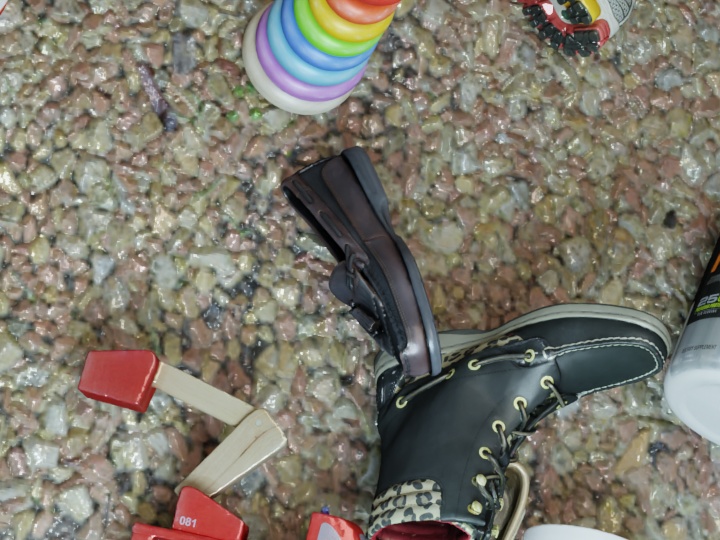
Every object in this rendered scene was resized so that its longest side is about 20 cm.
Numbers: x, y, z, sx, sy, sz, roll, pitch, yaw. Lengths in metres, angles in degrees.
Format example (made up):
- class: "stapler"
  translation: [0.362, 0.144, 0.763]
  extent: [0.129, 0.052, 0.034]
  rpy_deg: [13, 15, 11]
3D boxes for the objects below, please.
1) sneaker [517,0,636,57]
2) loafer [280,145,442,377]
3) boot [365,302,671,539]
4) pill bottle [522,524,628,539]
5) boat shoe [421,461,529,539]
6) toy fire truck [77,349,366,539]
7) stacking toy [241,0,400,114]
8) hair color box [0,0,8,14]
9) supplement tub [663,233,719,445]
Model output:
- class: "sneaker"
  translation: [0.124, -0.251, 1.791]
  extent: [0.082, 0.078, 0.200]
  rpy_deg: [-41, 100, -31]
- class: "loafer"
  translation: [0.000, 0.000, 1.633]
  extent: [0.063, 0.072, 0.200]
  rpy_deg: [-14, 45, -8]
- class: "boot"
  translation: [0.097, 0.106, 1.591]
  extent: [0.074, 0.203, 0.154]
  rpy_deg: [58, 31, -43]
- class: "pill bottle"
  translation: [0.127, 0.269, 1.596]
  extent: [0.112, 0.112, 0.200]
  rpy_deg: [19, 67, -14]
- class: "boat shoe"
  translation: [0.044, 0.203, 1.612]
  extent: [0.071, 0.065, 0.200]
  rpy_deg: [35, 64, -8]
- class: "toy fire truck"
  translation: [-0.086, 0.133, 1.570]
  extent: [0.200, 0.049, 0.141]
  rpy_deg: [12, 80, 2]
- class: "stacking toy"
  translation: [-0.009, -0.173, 1.637]
  extent: [0.085, 0.200, 0.085]
  rpy_deg: [7, 71, -19]
- class: "hair color box"
  translation: [-0.340, -0.180, 1.591]
  extent: [0.200, 0.064, 0.111]
  rpy_deg: [36, 65, -8]
- class: "supplement tub"
  translation: [0.296, 0.021, 1.735]
  extent: [0.122, 0.123, 0.200]
  rpy_deg: [29, 64, -10]
